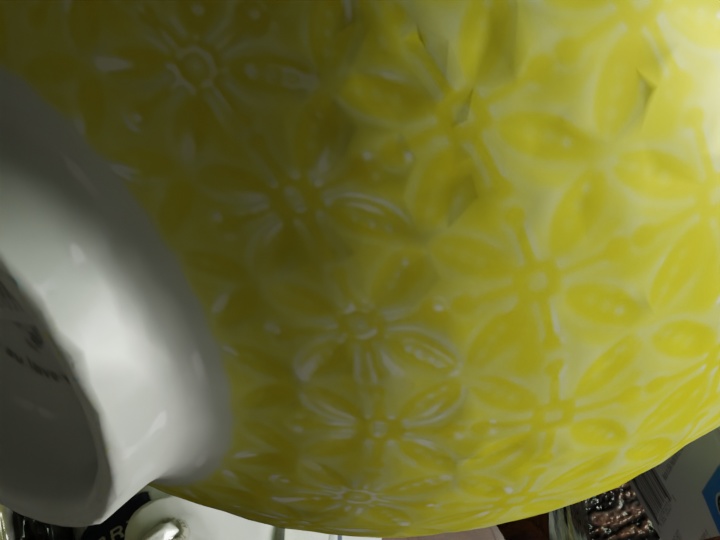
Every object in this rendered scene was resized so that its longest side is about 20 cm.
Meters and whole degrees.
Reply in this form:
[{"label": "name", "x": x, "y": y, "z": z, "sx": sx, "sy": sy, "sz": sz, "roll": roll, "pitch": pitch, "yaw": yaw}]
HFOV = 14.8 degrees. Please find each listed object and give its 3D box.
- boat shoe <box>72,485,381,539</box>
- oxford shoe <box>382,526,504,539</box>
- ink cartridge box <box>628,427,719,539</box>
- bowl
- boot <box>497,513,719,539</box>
[{"label": "boat shoe", "x": -0.035, "y": 0.076, "z": 0.580, "sx": 0.070, "sy": 0.071, "sz": 0.200, "roll": 47, "pitch": 26, "yaw": -24}, {"label": "oxford shoe", "x": 0.010, "y": 0.086, "z": 0.797, "sx": 0.200, "sy": 0.072, "sz": 0.071, "roll": -33, "pitch": 136, "yaw": -82}, {"label": "ink cartridge box", "x": 0.122, "y": 0.017, "z": 0.957, "sx": 0.200, "sy": 0.084, "sz": 0.146, "roll": 62, "pitch": -10, "yaw": 15}, {"label": "bowl", "x": -0.032, "y": -0.025, "z": 0.427, "sx": 0.108, "sy": 0.200, "sz": 0.200, "roll": -43, "pitch": 139, "yaw": -27}, {"label": "boot", "x": 0.066, "y": 0.093, "z": 0.942, "sx": 0.068, "sy": 0.188, "sz": 0.200, "roll": 28, "pitch": 34, "yaw": -21}]
